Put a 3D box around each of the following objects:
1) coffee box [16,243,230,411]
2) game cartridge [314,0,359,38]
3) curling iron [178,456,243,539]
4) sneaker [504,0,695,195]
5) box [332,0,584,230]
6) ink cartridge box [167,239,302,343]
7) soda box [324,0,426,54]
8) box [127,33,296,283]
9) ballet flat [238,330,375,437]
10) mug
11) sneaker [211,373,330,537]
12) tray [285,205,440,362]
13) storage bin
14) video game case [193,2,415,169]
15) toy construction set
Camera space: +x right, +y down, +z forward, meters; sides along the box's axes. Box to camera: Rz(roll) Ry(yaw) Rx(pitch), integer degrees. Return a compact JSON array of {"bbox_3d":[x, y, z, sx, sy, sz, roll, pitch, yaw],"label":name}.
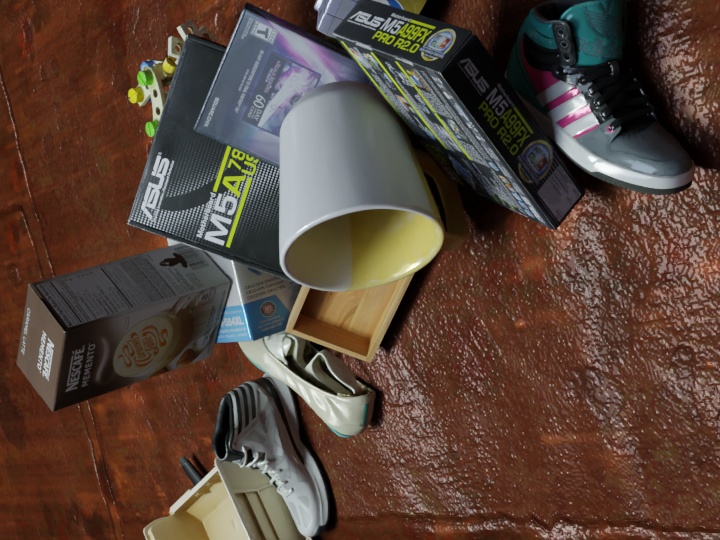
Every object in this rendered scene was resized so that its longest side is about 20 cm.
[{"bbox_3d":[-0.245,0.054,1.315,0.080,0.198,0.115,44,134,30],"label":"coffee box"},{"bbox_3d":[-0.002,-0.313,1.125,0.202,0.038,0.131,-88,17,-49],"label":"game cartridge"},{"bbox_3d":[-0.178,0.312,1.674,0.200,0.025,0.050,42,126,34],"label":"curling iron"},{"bbox_3d":[0.195,-0.156,1.005,0.200,0.083,0.122,41,141,35],"label":"sneaker"},{"bbox_3d":[0.083,-0.132,1.062,0.200,0.044,0.160,47,172,-37],"label":"box"},{"bbox_3d":[-0.129,-0.034,1.403,0.124,0.127,0.203,-6,100,51],"label":"ink cartridge box"},{"bbox_3d":[0.034,-0.273,1.148,0.067,0.065,0.201,23,134,-9],"label":"soda box"},{"bbox_3d":[-0.115,-0.112,1.282,0.048,0.191,0.203,-111,41,-78],"label":"box"},{"bbox_3d":[-0.059,0.104,1.421,0.199,0.069,0.070,37,130,26],"label":"ballet flat"},{"bbox_3d":[-0.003,-0.077,1.157,0.148,0.187,0.155,-20,62,16],"label":"mug"},{"bbox_3d":[-0.115,0.231,1.494,0.075,0.114,0.203,-25,84,51],"label":"sneaker"},{"bbox_3d":[0.000,0.000,1.290,0.097,0.037,0.201,20,129,-5],"label":"tray"},{"bbox_3d":[-0.160,0.346,1.574,0.200,0.093,0.200,-45,64,40],"label":"storage bin"},{"bbox_3d":[-0.045,-0.152,1.214,0.198,0.019,0.144,24,125,-9],"label":"video game case"},{"bbox_3d":[-0.195,-0.211,1.460,0.199,0.091,0.133,-23,85,63],"label":"toy construction set"}]
